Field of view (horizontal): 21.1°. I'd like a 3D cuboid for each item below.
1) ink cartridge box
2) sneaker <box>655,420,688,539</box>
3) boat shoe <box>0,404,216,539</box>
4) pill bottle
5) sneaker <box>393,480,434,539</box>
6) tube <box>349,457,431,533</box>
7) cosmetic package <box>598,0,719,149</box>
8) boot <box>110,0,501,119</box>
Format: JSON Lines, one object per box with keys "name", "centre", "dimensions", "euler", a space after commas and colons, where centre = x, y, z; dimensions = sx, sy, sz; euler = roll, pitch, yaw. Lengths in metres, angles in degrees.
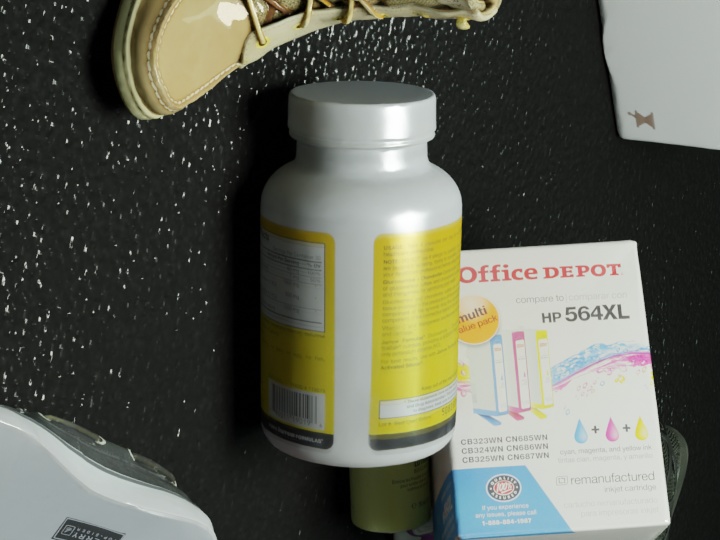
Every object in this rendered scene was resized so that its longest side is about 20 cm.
{"name": "ink cartridge box", "centre": [0.106, 0.073, 1.183], "dimensions": [0.125, 0.128, 0.200], "euler": [98, -12, -72]}
{"name": "sneaker", "centre": [0.208, 0.210, 1.535], "dimensions": [0.114, 0.076, 0.200], "euler": [30, 68, -57]}
{"name": "boat shoe", "centre": [-0.149, 0.099, 0.893], "dimensions": [0.069, 0.057, 0.200], "euler": [-48, 134, 10]}
{"name": "pill bottle", "centre": [0.000, 0.000, 1.071], "dimensions": [0.112, 0.112, 0.200], "euler": [-22, 117, -56]}
{"name": "sneaker", "centre": [0.076, 0.169, 1.317], "dimensions": [0.200, 0.075, 0.100], "euler": [43, 36, -52]}
{"name": "tube", "centre": [0.015, 0.059, 1.183], "dimensions": [0.058, 0.052, 0.200], "euler": [-134, -140, -76]}
{"name": "cosmetic package", "centre": [0.299, -0.212, 1.481], "dimensions": [0.200, 0.166, 0.168], "euler": [-51, 139, -40]}
{"name": "boot", "centre": [-0.017, -0.140, 0.957], "dimensions": [0.200, 0.155, 0.073], "euler": [-51, 139, -41]}
